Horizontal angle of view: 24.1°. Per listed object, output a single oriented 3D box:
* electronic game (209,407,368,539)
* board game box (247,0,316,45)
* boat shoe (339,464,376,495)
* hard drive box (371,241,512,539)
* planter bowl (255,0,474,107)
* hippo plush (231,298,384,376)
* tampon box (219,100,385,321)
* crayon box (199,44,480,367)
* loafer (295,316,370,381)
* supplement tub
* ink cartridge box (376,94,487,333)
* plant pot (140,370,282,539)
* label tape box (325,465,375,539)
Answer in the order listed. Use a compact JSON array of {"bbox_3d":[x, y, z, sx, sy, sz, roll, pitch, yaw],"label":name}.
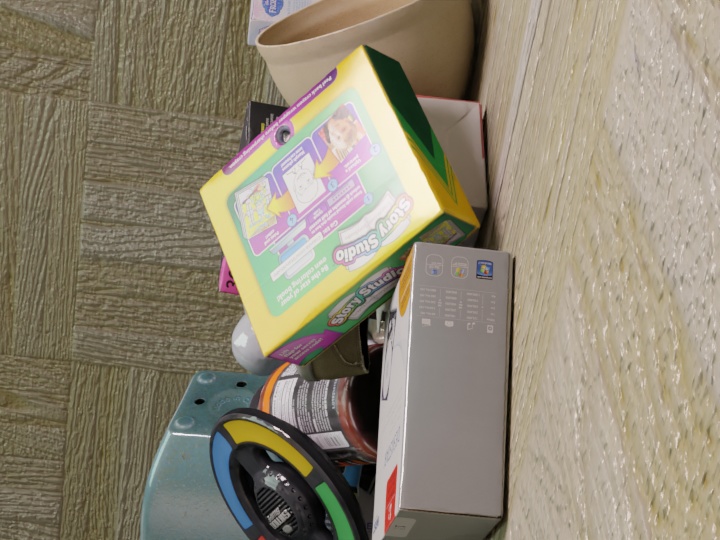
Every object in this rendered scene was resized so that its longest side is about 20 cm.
[{"bbox_3d":[-0.067,0.214,1.554,0.042,0.199,0.201,-36,-26,-35],"label":"electronic game"},{"bbox_3d":[-0.033,-0.339,2.040,0.041,0.197,0.201,102,172,-46],"label":"board game box"},{"bbox_3d":[-0.001,0.198,1.782,0.200,0.070,0.073,111,164,-68],"label":"boat shoe"},{"bbox_3d":[0.060,0.102,1.259,0.156,0.076,0.202,108,166,-67],"label":"hard drive box"},{"bbox_3d":[0.020,-0.179,1.522,0.200,0.198,0.136,-102,-8,-72],"label":"planter bowl"},{"bbox_3d":[-0.041,0.053,1.707,0.159,0.160,0.201,-39,23,52],"label":"hippo plush"},{"bbox_3d":[-0.028,-0.056,1.637,0.127,0.197,0.151,-93,14,-57],"label":"tampon box"},{"bbox_3d":[-0.022,-0.051,1.366,0.199,0.058,0.174,-39,59,24],"label":"crayon box"},{"bbox_3d":[0.000,0.000,1.429,0.075,0.069,0.202,33,-112,-72],"label":"loafer"},{"bbox_3d":[-0.024,0.129,1.560,0.199,0.106,0.108,-14,68,55],"label":"supplement tub"},{"bbox_3d":[0.058,-0.041,1.468,0.201,0.067,0.118,105,168,-53],"label":"ink cartridge box"},{"bbox_3d":[-0.127,0.220,1.787,0.197,0.193,0.202,-68,-23,-57],"label":"plant pot"},{"bbox_3d":[-0.004,0.274,1.650,0.143,0.065,0.203,164,114,-70],"label":"label tape box"}]
